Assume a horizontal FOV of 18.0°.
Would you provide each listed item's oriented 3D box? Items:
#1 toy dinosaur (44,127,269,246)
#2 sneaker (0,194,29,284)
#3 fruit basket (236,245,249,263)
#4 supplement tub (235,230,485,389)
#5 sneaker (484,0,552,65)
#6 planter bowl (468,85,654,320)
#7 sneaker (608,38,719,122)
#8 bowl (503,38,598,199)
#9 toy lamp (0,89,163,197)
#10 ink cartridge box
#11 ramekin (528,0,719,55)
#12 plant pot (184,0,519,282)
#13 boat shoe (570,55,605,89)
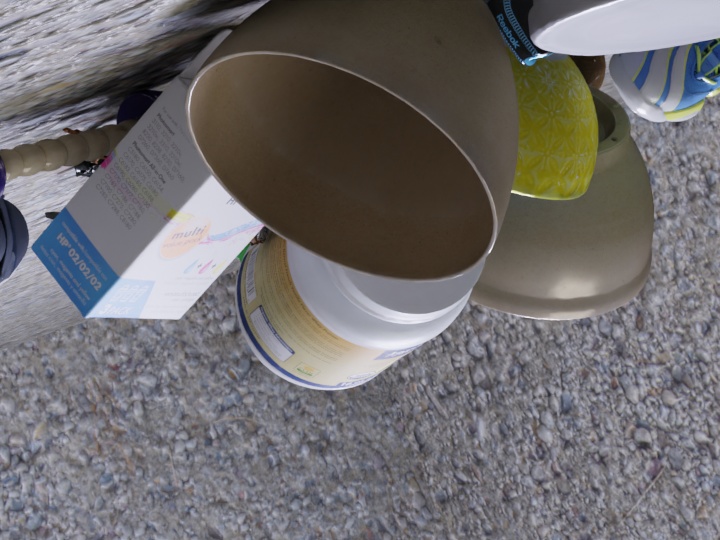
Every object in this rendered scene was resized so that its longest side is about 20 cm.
[{"bbox_3d":[-0.146,-0.064,1.619,0.136,0.200,0.102,-9,-134,29],"label":"toy dinosaur"},{"bbox_3d":[-0.285,-0.022,1.627,0.079,0.079,0.200,-16,179,28],"label":"sneaker"},{"bbox_3d":[-0.030,-0.056,1.917,0.200,0.185,0.094,-6,136,-38],"label":"fruit basket"},{"bbox_3d":[0.000,0.000,1.685,0.144,0.145,0.200,-21,172,-25],"label":"supplement tub"},{"bbox_3d":[0.168,-0.201,1.580,0.200,0.082,0.073,-22,177,-27],"label":"sneaker"},{"bbox_3d":[0.151,-0.074,1.850,0.200,0.200,0.135,-20,135,-34],"label":"planter bowl"},{"bbox_3d":[0.264,-0.173,1.665,0.200,0.076,0.105,-25,167,-50],"label":"sneaker"},{"bbox_3d":[0.097,-0.144,1.677,0.200,0.200,0.108,-18,135,-62],"label":"bowl"},{"bbox_3d":[-0.179,-0.080,1.481,0.058,0.058,0.200,-23,179,44],"label":"toy lamp"},{"bbox_3d":[-0.105,-0.059,1.478,0.200,0.068,0.115,-47,159,20],"label":"ink cartridge box"},{"bbox_3d":[0.193,-0.196,1.335,0.202,0.094,0.202,-9,174,-1],"label":"ramekin"},{"bbox_3d":[0.013,-0.108,1.356,0.200,0.200,0.135,-24,-147,53],"label":"plant pot"},{"bbox_3d":[0.169,-0.199,1.878,0.071,0.065,0.200,-32,161,-16],"label":"boat shoe"}]
